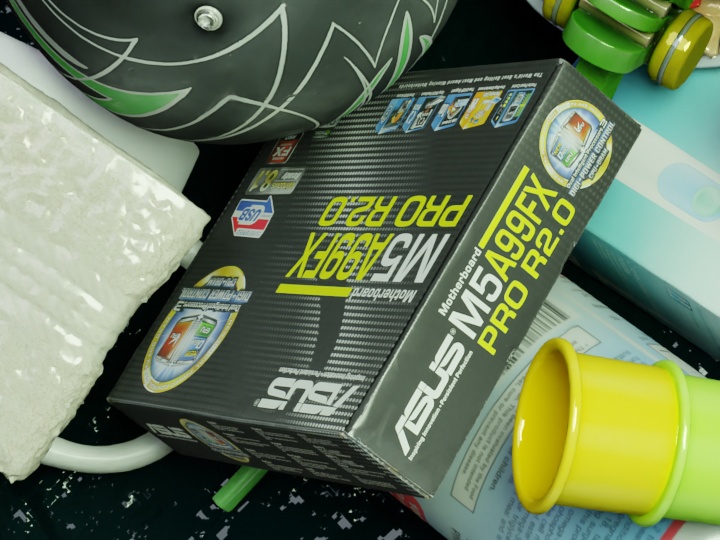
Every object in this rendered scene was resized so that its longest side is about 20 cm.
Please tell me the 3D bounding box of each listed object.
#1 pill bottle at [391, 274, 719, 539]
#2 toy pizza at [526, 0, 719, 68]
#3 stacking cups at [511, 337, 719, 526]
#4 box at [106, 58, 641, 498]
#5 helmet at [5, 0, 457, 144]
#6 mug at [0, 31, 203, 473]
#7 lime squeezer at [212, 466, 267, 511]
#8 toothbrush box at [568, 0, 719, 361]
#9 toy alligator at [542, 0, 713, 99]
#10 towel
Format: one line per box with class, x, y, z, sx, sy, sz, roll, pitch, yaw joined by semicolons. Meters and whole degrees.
pill bottle;0.106;0.090;0.990;0.200;0.109;0.109;37;86;29
toy pizza;0.140;-0.172;1.031;0.200;0.032;0.201;-8;64;18
stacking cups;0.155;0.063;0.908;0.199;0.061;0.061;7;68;-15
box;0.000;0.000;0.999;0.160;0.044;0.200;-58;25;-15
helmet;-0.051;-0.141;1.005;0.200;0.200;0.191;-40;87;2
mug;-0.148;0.006;1.113;0.200;0.148;0.176;27;85;-3
lime squeezer;-0.009;0.007;1.106;0.070;0.038;0.201;9;74;24
toothbrush box;0.178;-0.031;1.024;0.200;0.085;0.147;36;84;27
toy alligator;0.121;-0.135;0.971;0.059;0.054;0.200;33;98;13
towel;-0.175;-0.024;1.024;0.200;0.034;0.133;35;92;2
